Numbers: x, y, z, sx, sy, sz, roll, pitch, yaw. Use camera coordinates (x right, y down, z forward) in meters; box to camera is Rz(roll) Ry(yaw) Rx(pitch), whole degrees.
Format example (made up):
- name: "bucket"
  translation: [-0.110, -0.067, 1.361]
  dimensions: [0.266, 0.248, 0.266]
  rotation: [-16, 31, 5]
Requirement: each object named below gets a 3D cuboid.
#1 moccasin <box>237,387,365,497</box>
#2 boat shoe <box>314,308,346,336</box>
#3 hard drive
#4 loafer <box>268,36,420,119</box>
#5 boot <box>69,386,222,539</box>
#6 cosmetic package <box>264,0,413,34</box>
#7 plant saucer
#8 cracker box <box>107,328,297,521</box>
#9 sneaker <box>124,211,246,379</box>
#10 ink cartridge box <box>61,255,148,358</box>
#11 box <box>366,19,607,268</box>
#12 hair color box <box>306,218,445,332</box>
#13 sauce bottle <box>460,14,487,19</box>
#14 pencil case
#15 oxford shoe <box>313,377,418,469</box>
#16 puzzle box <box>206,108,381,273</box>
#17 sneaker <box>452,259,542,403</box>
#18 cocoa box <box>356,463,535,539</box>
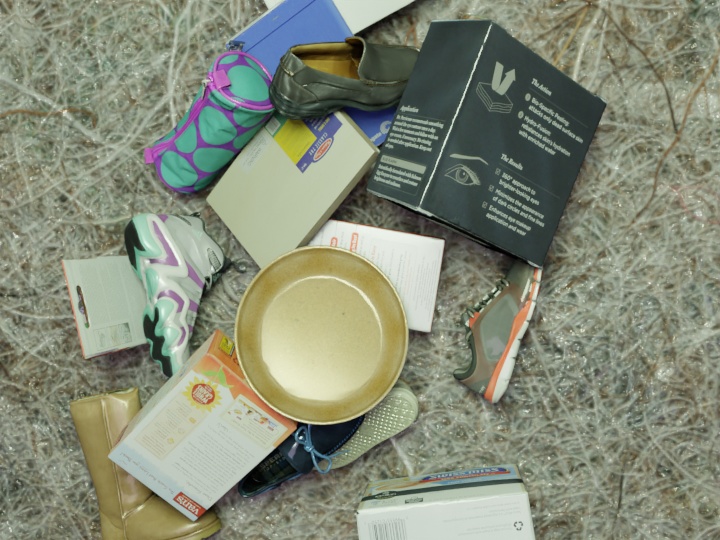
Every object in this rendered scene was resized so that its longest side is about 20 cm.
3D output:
- name: "moccasin"
  translation: [-0.067, 0.213, 0.903]
  dimensions: [0.080, 0.068, 0.200]
  rotation: [43, 115, -5]
- name: "boat shoe"
  translation: [-0.080, 0.133, 0.925]
  dimensions: [0.073, 0.066, 0.201]
  rotation: [33, 112, -12]
- name: "hard drive"
  translation: [-0.049, -0.220, 0.910]
  dimensions: [0.130, 0.026, 0.202]
  rotation: [-32, 116, 9]
- name: "loafer"
  translation: [-0.003, -0.219, 0.838]
  dimensions: [0.196, 0.073, 0.074]
  rotation: [-21, 67, -28]
- name: "boot"
  translation: [-0.276, 0.250, 0.974]
  dimensions: [0.170, 0.066, 0.206]
  rotation: [-12, 88, 6]
- name: "cosmetic package"
  translation: [-0.016, -0.348, 0.910]
  dimensions: [0.196, 0.082, 0.114]
  rotation: [-28, 117, 8]
- name: "plant saucer"
  translation: [-0.044, 0.073, 0.867]
  dimensions: [0.194, 0.036, 0.206]
  rotation: [2, 71, -5]
- name: "cracker box"
  translation: [-0.180, 0.183, 0.890]
  dimensions: [0.134, 0.058, 0.200]
  rotation: [41, 112, -15]
- name: "sneaker"
  translation: [-0.200, 0.023, 0.944]
  dimensions: [0.137, 0.077, 0.206]
  rotation: [-11, 87, -37]
- name: "ink cartridge box"
  translation: [-0.301, 0.042, 0.905]
  dimensions: [0.049, 0.200, 0.112]
  rotation: [-14, 89, 12]
- name: "box"
  translation: [0.140, -0.138, 0.849]
  dimensions: [0.193, 0.117, 0.205]
  rotation: [21, 94, -34]
- name: "hair color box"
  translation: [0.000, 0.000, 0.939]
  dimensions: [0.194, 0.064, 0.114]
  rotation: [10, 94, 5]
- name: "sauce bottle"
  translation: [0.114, -0.200, 0.923]
  dimensions: [0.063, 0.065, 0.205]
  rotation: [20, 93, 6]
- name: "pencil case"
  translation: [-0.174, -0.170, 0.895]
  dimensions: [0.199, 0.091, 0.087]
  rotation: [-36, 57, 46]
- name: "oxford shoe"
  translation: [-0.012, 0.189, 0.949]
  dimensions: [0.197, 0.058, 0.076]
  rotation: [-29, 107, 21]
- name: "puzzle box"
  translation: [-0.081, -0.108, 0.893]
  dimensions: [0.200, 0.025, 0.134]
  rotation: [-47, 73, 20]
- name: "sneaker"
  translation: [0.162, 0.052, 0.916]
  dimensions: [0.080, 0.077, 0.205]
  rotation: [19, 92, 12]
- name: "cocoa box"
  translation: [0.103, 0.316, 0.895]
  dimensions: [0.194, 0.131, 0.138]
  rotation: [-9, 89, 7]
